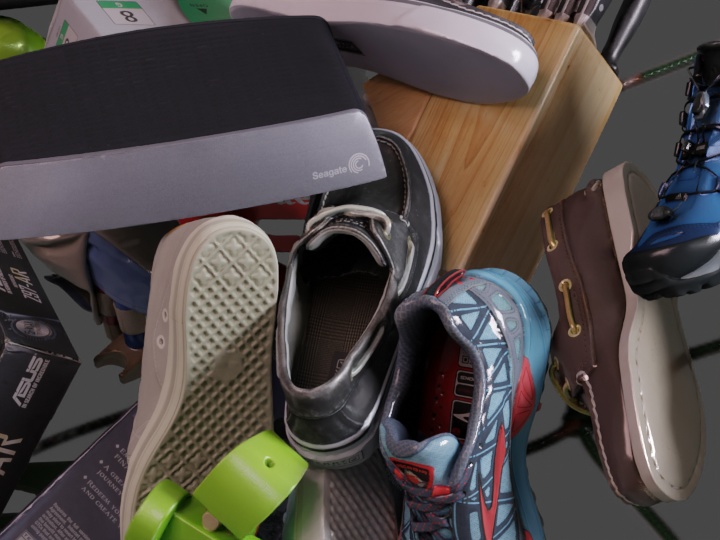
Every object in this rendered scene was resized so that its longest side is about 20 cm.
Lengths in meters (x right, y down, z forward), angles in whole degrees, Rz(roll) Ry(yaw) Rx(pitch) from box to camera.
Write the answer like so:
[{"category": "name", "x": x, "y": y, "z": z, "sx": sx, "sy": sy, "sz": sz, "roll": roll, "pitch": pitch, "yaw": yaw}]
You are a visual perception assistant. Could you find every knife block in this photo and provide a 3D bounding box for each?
[{"category": "knife block", "x": 0.098, "y": -0.092, "z": 1.530, "sx": 0.175, "sy": 0.064, "sz": 0.200, "roll": -29, "pitch": 50, "yaw": 13}]

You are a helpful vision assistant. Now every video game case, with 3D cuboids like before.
[{"category": "video game case", "x": -0.071, "y": 0.123, "z": 1.467, "sx": 0.200, "sy": 0.019, "sz": 0.143, "roll": -44, "pitch": 92, "yaw": -1}]

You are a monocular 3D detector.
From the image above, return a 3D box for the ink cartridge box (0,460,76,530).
[{"category": "ink cartridge box", "x": -0.198, "y": 0.204, "z": 1.525, "sx": 0.104, "sy": 0.059, "sz": 0.200, "roll": -5, "pitch": 59, "yaw": 30}]

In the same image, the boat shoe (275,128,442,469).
[{"category": "boat shoe", "x": 0.000, "y": 0.000, "z": 1.428, "sx": 0.072, "sy": 0.071, "sz": 0.200, "roll": 0, "pitch": 53, "yaw": 9}]

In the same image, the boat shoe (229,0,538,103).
[{"category": "boat shoe", "x": 0.019, "y": -0.140, "z": 1.527, "sx": 0.200, "sy": 0.070, "sz": 0.066, "roll": 14, "pitch": 68, "yaw": 43}]

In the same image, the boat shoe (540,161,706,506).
[{"category": "boat shoe", "x": 0.125, "y": 0.037, "z": 1.430, "sx": 0.059, "sy": 0.072, "sz": 0.200, "roll": -24, "pitch": 48, "yaw": 25}]

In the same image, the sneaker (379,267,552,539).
[{"category": "sneaker", "x": 0.037, "y": 0.098, "z": 1.396, "sx": 0.079, "sy": 0.095, "sz": 0.200, "roll": 0, "pitch": 89, "yaw": 33}]

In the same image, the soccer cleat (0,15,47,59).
[{"category": "soccer cleat", "x": -0.242, "y": -0.058, "z": 1.716, "sx": 0.200, "sy": 0.081, "sz": 0.068, "roll": -56, "pitch": 25, "yaw": 15}]

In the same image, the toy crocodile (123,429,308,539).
[{"category": "toy crocodile", "x": -0.086, "y": 0.162, "z": 1.410, "sx": 0.067, "sy": 0.062, "sz": 0.200, "roll": 31, "pitch": 118, "yaw": 11}]

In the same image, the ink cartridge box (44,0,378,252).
[{"category": "ink cartridge box", "x": -0.059, "y": -0.083, "z": 1.563, "sx": 0.200, "sy": 0.161, "sz": 0.050, "roll": 49, "pitch": 129, "yaw": 43}]

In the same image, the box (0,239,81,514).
[{"category": "box", "x": -0.225, "y": 0.058, "z": 1.530, "sx": 0.160, "sy": 0.043, "sz": 0.200, "roll": -61, "pitch": 33, "yaw": 19}]

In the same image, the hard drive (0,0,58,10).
[{"category": "hard drive", "x": -0.164, "y": -0.179, "z": 1.708, "sx": 0.200, "sy": 0.140, "sz": 0.033, "roll": -3, "pitch": 101, "yaw": 30}]

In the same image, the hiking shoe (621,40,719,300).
[{"category": "hiking shoe", "x": 0.178, "y": -0.068, "z": 1.419, "sx": 0.074, "sy": 0.087, "sz": 0.200, "roll": -11, "pitch": 32, "yaw": 52}]

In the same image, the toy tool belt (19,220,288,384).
[{"category": "toy tool belt", "x": -0.098, "y": 0.005, "z": 1.575, "sx": 0.200, "sy": 0.123, "sz": 0.125, "roll": 35, "pitch": 67, "yaw": 29}]

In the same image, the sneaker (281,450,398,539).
[{"category": "sneaker", "x": -0.033, "y": 0.172, "z": 1.421, "sx": 0.082, "sy": 0.074, "sz": 0.200, "roll": -9, "pitch": 67, "yaw": 30}]

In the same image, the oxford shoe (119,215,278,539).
[{"category": "oxford shoe", "x": -0.082, "y": 0.065, "z": 1.433, "sx": 0.058, "sy": 0.075, "sz": 0.200, "roll": 34, "pitch": 119, "yaw": 59}]

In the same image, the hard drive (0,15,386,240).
[{"category": "hard drive", "x": -0.097, "y": -0.076, "z": 1.454, "sx": 0.200, "sy": 0.042, "sz": 0.135, "roll": -9, "pitch": 36, "yaw": -8}]
